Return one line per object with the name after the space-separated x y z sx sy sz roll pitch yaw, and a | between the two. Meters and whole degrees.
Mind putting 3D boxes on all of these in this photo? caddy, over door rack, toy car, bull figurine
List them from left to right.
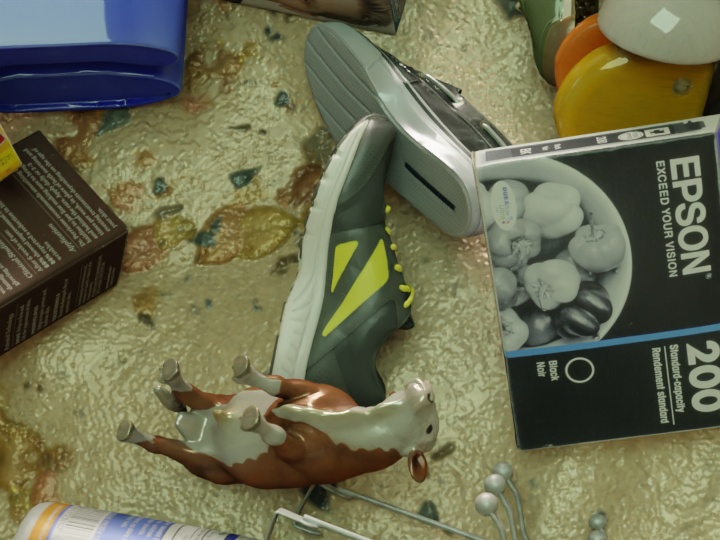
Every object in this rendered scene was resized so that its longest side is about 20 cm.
-0.201 -0.175 1.302 0.200 0.141 0.105 -3 77 -5 | caddy
-0.049 0.094 1.181 0.200 0.121 0.065 -14 57 42 | bull figurine
0.049 0.150 1.165 0.200 0.148 0.067 8 92 8 | over door rack
0.218 -0.111 1.244 0.200 0.175 0.150 8 31 -5 | toy car

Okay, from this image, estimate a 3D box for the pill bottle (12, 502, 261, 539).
-0.110 0.210 1.186 0.200 0.112 0.112 9 73 9 | pill bottle

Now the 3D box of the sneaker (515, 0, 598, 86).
0.114 -0.217 1.333 0.090 0.067 0.200 0 75 19 | sneaker

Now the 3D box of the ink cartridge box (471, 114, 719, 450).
0.179 0.007 1.192 0.200 0.043 0.198 -9 114 5 | ink cartridge box

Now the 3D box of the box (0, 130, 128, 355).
-0.257 0.006 1.253 0.200 0.075 0.100 -32 70 -31 | box

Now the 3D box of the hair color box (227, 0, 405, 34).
-0.068 -0.224 1.329 0.200 0.100 0.061 12 74 10 | hair color box

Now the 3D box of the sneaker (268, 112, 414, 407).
0.000 0.000 1.261 0.085 0.074 0.200 15 95 -1 | sneaker

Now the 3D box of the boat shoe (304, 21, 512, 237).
0.038 -0.095 1.297 0.071 0.072 0.200 -18 55 -34 | boat shoe

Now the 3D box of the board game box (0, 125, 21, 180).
-0.294 -0.116 1.275 0.030 0.096 0.200 -40 32 -26 | board game box
